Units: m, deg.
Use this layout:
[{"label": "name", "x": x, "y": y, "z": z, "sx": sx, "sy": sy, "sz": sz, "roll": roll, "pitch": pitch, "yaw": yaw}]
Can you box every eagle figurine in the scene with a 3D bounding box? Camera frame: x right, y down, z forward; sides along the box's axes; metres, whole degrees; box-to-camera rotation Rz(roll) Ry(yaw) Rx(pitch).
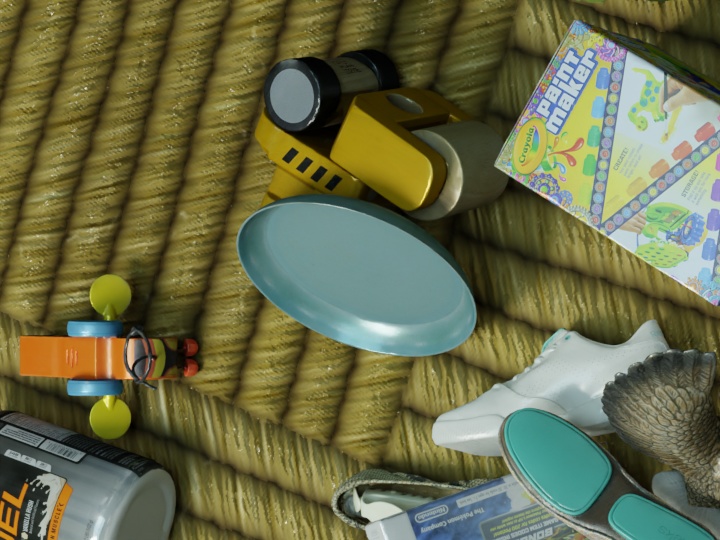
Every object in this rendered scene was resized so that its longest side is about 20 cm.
[{"label": "eagle figurine", "x": 0.262, "y": 0.127, "z": 1.514, "sx": 0.151, "sy": 0.200, "sz": 0.152, "roll": -8, "pitch": 87, "yaw": 23}]

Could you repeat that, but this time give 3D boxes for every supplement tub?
[{"label": "supplement tub", "x": -0.268, "y": 0.193, "z": 1.790, "sx": 0.199, "sy": 0.122, "sz": 0.123, "roll": 16, "pitch": 96, "yaw": 23}]

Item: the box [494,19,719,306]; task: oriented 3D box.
[{"label": "box", "x": 0.234, "y": -0.076, "z": 1.527, "sx": 0.192, "sy": 0.200, "sz": 0.122, "roll": 34, "pitch": 104, "yaw": 21}]

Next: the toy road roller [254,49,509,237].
[{"label": "toy road roller", "x": 0.006, "y": -0.078, "z": 1.676, "sx": 0.200, "sy": 0.123, "sz": 0.146, "roll": 34, "pitch": 116, "yaw": 24}]

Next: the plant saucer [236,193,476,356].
[{"label": "plant saucer", "x": 0.000, "y": 0.000, "z": 1.656, "sx": 0.199, "sy": 0.200, "sz": 0.028, "roll": 9, "pitch": 56, "yaw": 23}]

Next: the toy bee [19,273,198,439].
[{"label": "toy bee", "x": -0.197, "y": 0.081, "z": 1.783, "sx": 0.200, "sy": 0.108, "sz": 0.132, "roll": 31, "pitch": 112, "yaw": 46}]

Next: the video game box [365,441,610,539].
[{"label": "video game box", "x": 0.126, "y": 0.246, "z": 1.597, "sx": 0.199, "sy": 0.047, "sz": 0.183, "roll": -18, "pitch": 83, "yaw": -18}]

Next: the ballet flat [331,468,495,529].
[{"label": "ballet flat", "x": 0.068, "y": 0.196, "z": 1.668, "sx": 0.199, "sy": 0.075, "sz": 0.068, "roll": 5, "pitch": 95, "yaw": 23}]

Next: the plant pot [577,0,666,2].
[{"label": "plant pot", "x": 0.209, "y": -0.298, "z": 1.561, "sx": 0.199, "sy": 0.200, "sz": 0.191, "roll": 2, "pitch": 103, "yaw": 24}]

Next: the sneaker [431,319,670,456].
[{"label": "sneaker", "x": 0.149, "y": 0.090, "z": 1.644, "sx": 0.199, "sy": 0.075, "sz": 0.089, "roll": -13, "pitch": 72, "yaw": 17}]

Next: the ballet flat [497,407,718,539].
[{"label": "ballet flat", "x": 0.181, "y": 0.179, "z": 1.562, "sx": 0.068, "sy": 0.067, "sz": 0.200, "roll": -42, "pitch": 63, "yaw": -17}]
